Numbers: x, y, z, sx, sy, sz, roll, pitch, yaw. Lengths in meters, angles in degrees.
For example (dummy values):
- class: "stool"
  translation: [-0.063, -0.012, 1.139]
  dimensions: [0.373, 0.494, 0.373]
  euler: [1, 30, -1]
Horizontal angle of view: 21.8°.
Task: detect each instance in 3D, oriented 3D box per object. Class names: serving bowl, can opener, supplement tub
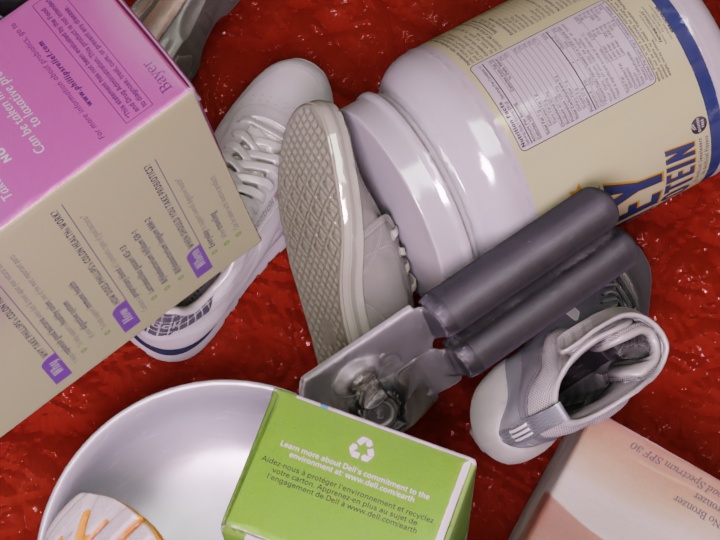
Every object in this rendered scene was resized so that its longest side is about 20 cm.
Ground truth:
- class: "serving bowl"
  translation: [-0.074, 0.164, 1.016]
  dimensions: [0.199, 0.066, 0.201]
  euler: [2, 73, -5]
- class: "can opener"
  translation: [0.050, 0.023, 0.992]
  dimensions: [0.200, 0.067, 0.053]
  euler: [-34, 115, -8]
- class: "supplement tub"
  translation: [0.100, -0.081, 1.063]
  dimensions: [0.200, 0.145, 0.145]
  euler: [-28, 78, -12]

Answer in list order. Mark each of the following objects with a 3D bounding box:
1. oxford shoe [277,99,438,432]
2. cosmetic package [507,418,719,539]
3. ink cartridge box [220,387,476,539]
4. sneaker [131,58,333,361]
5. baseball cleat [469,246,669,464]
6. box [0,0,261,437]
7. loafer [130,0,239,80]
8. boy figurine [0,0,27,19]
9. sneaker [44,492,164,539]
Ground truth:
- class: "oxford shoe"
  translation: [0.000, 0.000, 1.046]
  dimensions: [0.058, 0.075, 0.201]
  euler: [-19, 105, -26]
- class: "cosmetic package"
  translation: [0.116, 0.191, 1.015]
  dimensions: [0.103, 0.087, 0.200]
  euler: [28, 73, 2]
- class: "ink cartridge box"
  translation: [0.042, 0.144, 0.908]
  dimensions: [0.200, 0.148, 0.076]
  euler: [18, 69, 8]
- class: "sneaker"
  translation: [-0.069, -0.041, 1.070]
  dimensions: [0.076, 0.081, 0.200]
  euler: [25, 72, 4]
- class: "baseball cleat"
  translation: [0.136, 0.037, 1.020]
  dimensions: [0.070, 0.106, 0.200]
  euler: [53, 43, -13]
- class: "box"
  translation: [-0.169, -0.024, 0.934]
  dimensions: [0.200, 0.176, 0.097]
  euler: [-38, 67, -8]
- class: "loafer"
  translation: [-0.107, -0.173, 1.113]
  dimensions: [0.063, 0.072, 0.200]
  euler: [27, 76, 10]
- class: "boy figurine"
  translation: [-0.241, -0.070, 1.071]
  dimensions: [0.124, 0.064, 0.201]
  euler: [12, 71, -6]
- class: "sneaker"
  translation: [-0.088, 0.190, 0.939]
  dimensions: [0.078, 0.077, 0.200]
  euler: [-49, 64, 8]
